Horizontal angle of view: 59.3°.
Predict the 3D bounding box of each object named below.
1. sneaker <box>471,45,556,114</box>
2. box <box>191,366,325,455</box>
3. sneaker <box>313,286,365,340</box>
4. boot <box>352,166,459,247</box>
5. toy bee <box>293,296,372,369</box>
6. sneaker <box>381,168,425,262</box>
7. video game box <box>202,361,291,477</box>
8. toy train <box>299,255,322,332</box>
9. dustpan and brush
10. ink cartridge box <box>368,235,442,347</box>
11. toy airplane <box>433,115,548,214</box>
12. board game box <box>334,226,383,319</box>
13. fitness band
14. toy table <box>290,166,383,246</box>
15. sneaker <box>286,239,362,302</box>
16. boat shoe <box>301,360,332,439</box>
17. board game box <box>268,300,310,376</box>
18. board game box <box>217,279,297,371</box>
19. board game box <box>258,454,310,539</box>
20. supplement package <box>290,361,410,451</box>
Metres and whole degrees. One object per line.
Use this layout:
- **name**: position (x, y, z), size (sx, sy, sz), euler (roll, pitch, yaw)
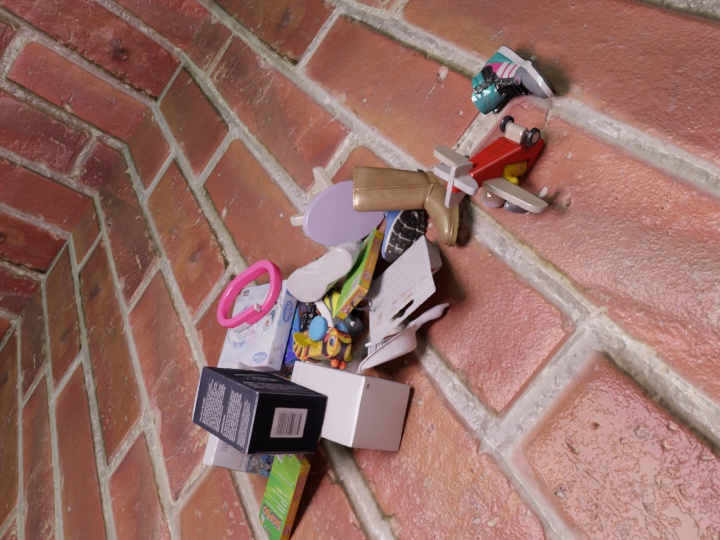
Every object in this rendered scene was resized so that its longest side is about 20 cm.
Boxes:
- **sneaker**: position (0.273, -0.341, 1.187), size (0.121, 0.083, 0.200), euler (-44, 34, 14)
- **box**: position (-0.182, 0.244, 1.115), size (0.199, 0.147, 0.105), euler (8, 86, 50)
- **sneaker**: position (-0.042, 0.077, 1.322), size (0.084, 0.075, 0.201), euler (-31, 47, 9)
- **boot**: position (0.084, -0.121, 1.199), size (0.198, 0.066, 0.176), euler (1, 57, 3)
- **toy bee**: position (-0.062, 0.136, 1.168), size (0.200, 0.130, 0.109), euler (123, 152, -53)
- **sneaker**: position (0.085, -0.106, 1.283), size (0.089, 0.078, 0.201), euler (-12, 53, 56)
- **video game box**: position (-0.207, 0.304, 1.271), size (0.047, 0.182, 0.202), euler (-11, 60, 48)
- **toy train**: position (-0.104, 0.056, 1.405), size (0.046, 0.034, 0.201), euler (-18, 50, 36)
- **dustpan and brush**: position (0.077, 0.119, 1.143), size (0.199, 0.140, 0.058), euler (-22, 85, 1)
- **ink cartridge box**: position (0.085, 0.043, 1.158), size (0.162, 0.050, 0.201), euler (-44, 24, 22)
- **toy airplane**: position (0.222, -0.159, 1.098), size (0.197, 0.142, 0.201), euler (-2, 47, 13)
- **board game box**: position (0.000, 0.000, 1.267), size (0.096, 0.030, 0.201), euler (-51, 17, 38)
- **fitness band**: position (-0.257, 0.057, 1.448), size (0.199, 0.037, 0.144), euler (-30, 45, 31)
- **toy table**: position (-0.052, -0.132, 1.369), size (0.117, 0.199, 0.185), euler (20, 118, 58)
- **sneaker**: position (-0.068, -0.002, 1.297), size (0.199, 0.075, 0.089), euler (-30, 11, 38)
- **boat shoe**: position (-0.101, 0.260, 1.272), size (0.060, 0.072, 0.203), euler (165, 117, -67)
- **board game box**: position (-0.177, 0.139, 1.442), size (0.152, 0.045, 0.201), euler (-34, 45, 31)
- **board game box**: position (-0.232, 0.131, 1.436), size (0.199, 0.043, 0.200), euler (-11, 58, 45)
- **board game box**: position (-0.150, 0.430, 1.219), size (0.095, 0.030, 0.201), euler (38, 115, 51)
- **supplement package**: position (-0.029, 0.244, 1.148), size (0.199, 0.121, 0.121), euler (2, 76, 49)
